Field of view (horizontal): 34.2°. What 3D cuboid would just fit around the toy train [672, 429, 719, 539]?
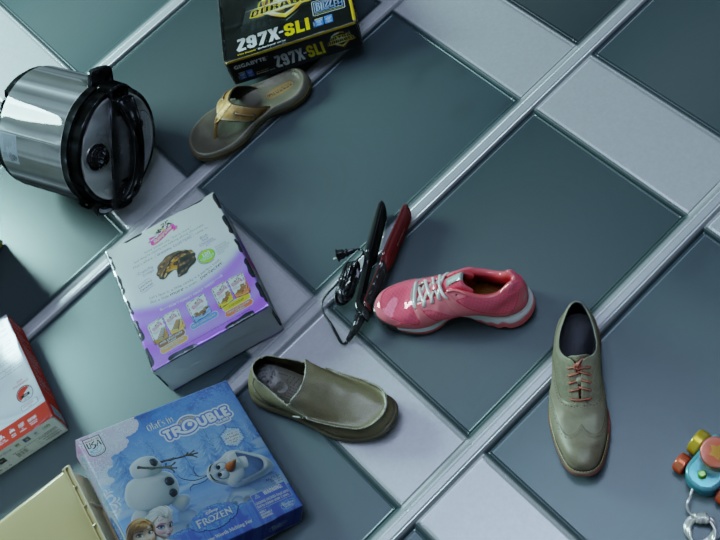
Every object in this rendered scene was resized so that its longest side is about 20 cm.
[{"bbox_3d":[0.434,0.219,1.239,0.198,0.056,0.151,-12,59,9],"label":"toy train"}]

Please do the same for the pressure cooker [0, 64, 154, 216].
[{"bbox_3d":[-0.380,-0.181,1.617,0.199,0.176,0.180,15,70,26],"label":"pressure cooker"}]

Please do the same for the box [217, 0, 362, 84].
[{"bbox_3d":[-0.104,-0.365,1.702,0.198,0.049,0.161,-16,51,7],"label":"box"}]

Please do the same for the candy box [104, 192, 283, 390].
[{"bbox_3d":[-0.217,0.025,1.518,0.167,0.072,0.201,-28,59,-1],"label":"candy box"}]

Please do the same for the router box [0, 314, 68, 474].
[{"bbox_3d":[-0.504,0.185,1.523,0.199,0.049,0.180,-34,59,-4],"label":"router box"}]

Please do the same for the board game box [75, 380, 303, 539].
[{"bbox_3d":[-0.200,0.245,1.365,0.199,0.044,0.199,-21,54,-26],"label":"board game box"}]

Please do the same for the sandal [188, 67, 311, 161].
[{"bbox_3d":[-0.161,-0.232,1.653,0.199,0.054,0.081,-33,58,-4],"label":"sandal"}]

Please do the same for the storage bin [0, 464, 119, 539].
[{"bbox_3d":[-0.351,0.366,1.344,0.200,0.094,0.199,-37,59,0],"label":"storage bin"}]

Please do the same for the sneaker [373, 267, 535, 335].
[{"bbox_3d":[0.108,0.024,1.419,0.198,0.087,0.074,-5,60,13],"label":"sneaker"}]

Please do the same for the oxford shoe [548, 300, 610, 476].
[{"bbox_3d":[0.243,0.131,1.329,0.070,0.075,0.201,-7,61,11],"label":"oxford shoe"}]

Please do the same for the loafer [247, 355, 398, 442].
[{"bbox_3d":[-0.052,0.151,1.405,0.198,0.068,0.077,10,65,20],"label":"loafer"}]

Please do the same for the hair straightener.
[{"bbox_3d":[0.000,0.000,1.497,0.076,0.041,0.201,12,70,22],"label":"hair straightener"}]

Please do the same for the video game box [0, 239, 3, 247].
[{"bbox_3d":[-0.589,-0.004,1.574,0.047,0.182,0.201,15,67,26],"label":"video game box"}]
